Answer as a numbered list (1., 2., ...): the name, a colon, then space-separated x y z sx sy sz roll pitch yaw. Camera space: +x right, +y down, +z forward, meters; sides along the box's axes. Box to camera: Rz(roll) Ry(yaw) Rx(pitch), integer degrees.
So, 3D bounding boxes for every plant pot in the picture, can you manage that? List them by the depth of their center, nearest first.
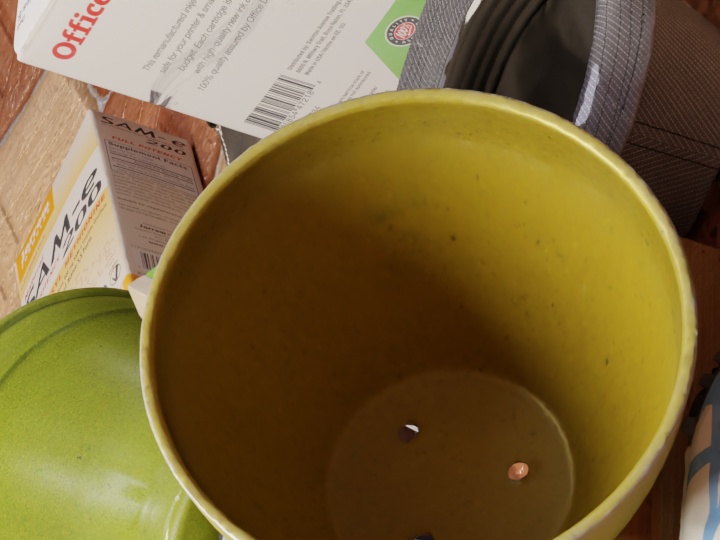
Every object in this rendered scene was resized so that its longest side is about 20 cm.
1. plant pot: 0.029 0.054 1.052 0.142 0.199 0.201 74 -163 -60
2. plant pot: -0.085 0.118 1.353 0.193 0.200 0.201 10 84 54

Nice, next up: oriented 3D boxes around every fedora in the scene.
1. fedora: 0.094 -0.067 1.166 0.200 0.090 0.178 16 89 68

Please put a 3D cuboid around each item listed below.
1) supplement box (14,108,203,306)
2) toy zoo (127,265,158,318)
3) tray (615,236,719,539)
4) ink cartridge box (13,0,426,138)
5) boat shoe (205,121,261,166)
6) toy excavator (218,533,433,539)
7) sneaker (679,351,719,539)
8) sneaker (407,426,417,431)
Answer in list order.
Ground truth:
1. supplement box: -0.144 0.012 1.672 0.126 0.073 0.200 -61 25 25
2. toy zoo: 0.009 -0.021 1.258 0.200 0.021 0.131 -36 36 -23
3. tray: 0.105 0.097 1.100 0.099 0.037 0.201 -37 43 54
4. ink cartridge box: -0.057 -0.149 1.422 0.146 0.199 0.084 -49 33 43
5. boat shoe: -0.073 -0.115 1.598 0.072 0.072 0.200 -55 29 37
6. toy excavator: 0.012 0.209 1.190 0.194 0.100 0.201 -172 85 -67
7. sneaker: 0.143 0.103 0.991 0.072 0.072 0.201 7 67 24
8. sneaker: 0.008 0.036 1.264 0.200 0.114 0.073 -9 65 64
